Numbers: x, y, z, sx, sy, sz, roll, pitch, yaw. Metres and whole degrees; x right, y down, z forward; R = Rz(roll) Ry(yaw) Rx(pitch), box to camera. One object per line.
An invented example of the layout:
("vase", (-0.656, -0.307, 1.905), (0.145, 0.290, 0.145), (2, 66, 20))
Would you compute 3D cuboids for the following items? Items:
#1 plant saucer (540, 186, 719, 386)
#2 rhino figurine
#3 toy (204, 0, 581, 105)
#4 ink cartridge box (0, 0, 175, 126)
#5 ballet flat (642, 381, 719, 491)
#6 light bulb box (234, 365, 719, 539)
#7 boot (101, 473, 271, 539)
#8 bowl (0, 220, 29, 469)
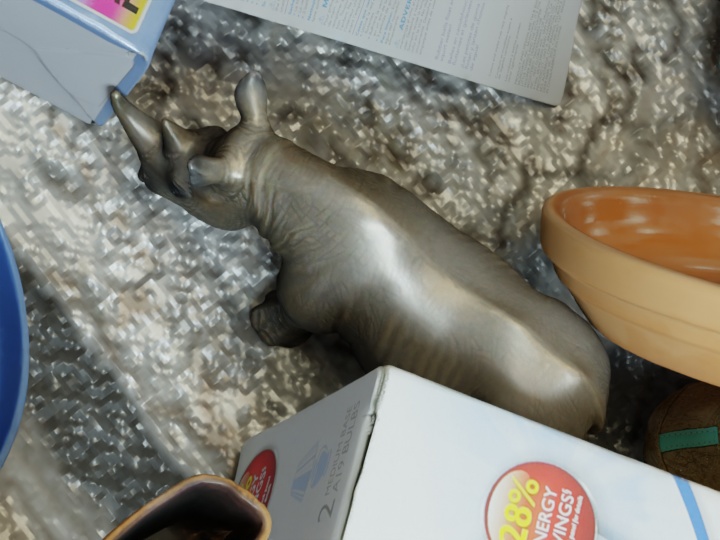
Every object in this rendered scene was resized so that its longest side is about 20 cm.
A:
("plant saucer", (0.155, 0.014, 0.952), (0.199, 0.200, 0.038), (7, 102, -20))
("rhino figurine", (0.000, 0.000, 0.936), (0.200, 0.087, 0.060), (38, 68, -7))
("toy", (0.010, -0.131, 0.966), (0.200, 0.047, 0.116), (12, 92, -47))
("ink cartridge box", (-0.100, -0.171, 0.955), (0.136, 0.076, 0.200), (28, 65, -13))
("ballet flat", (0.198, 0.058, 1.010), (0.199, 0.072, 0.068), (2, 76, -22))
("light bulb box", (0.049, 0.161, 0.892), (0.199, 0.125, 0.199), (21, 68, -17))
("boot", (-0.119, 0.144, 0.786), (0.188, 0.200, 0.069), (-35, 90, -26))
("bowl", (-0.189, 0.002, 0.846), (0.200, 0.039, 0.201), (29, 45, -34))
